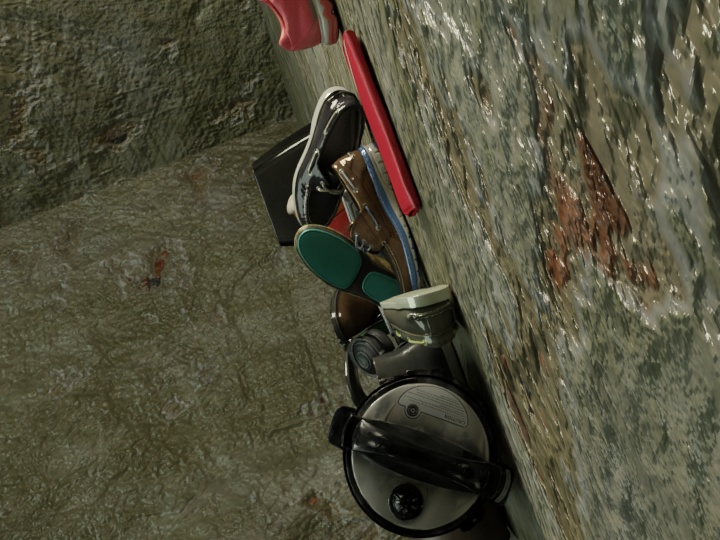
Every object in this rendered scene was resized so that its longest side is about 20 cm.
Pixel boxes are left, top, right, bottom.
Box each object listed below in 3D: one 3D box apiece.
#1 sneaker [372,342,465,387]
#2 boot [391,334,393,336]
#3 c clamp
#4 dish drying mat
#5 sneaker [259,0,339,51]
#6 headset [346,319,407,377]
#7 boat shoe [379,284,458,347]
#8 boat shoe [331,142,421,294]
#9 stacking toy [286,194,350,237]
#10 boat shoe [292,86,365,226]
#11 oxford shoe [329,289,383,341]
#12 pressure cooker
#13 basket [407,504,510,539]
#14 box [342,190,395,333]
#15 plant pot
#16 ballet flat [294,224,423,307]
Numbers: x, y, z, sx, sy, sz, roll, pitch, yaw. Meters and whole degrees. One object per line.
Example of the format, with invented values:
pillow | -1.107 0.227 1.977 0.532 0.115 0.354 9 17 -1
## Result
sneaker | 0.090 0.184 1.263 0.075 0.104 0.203 82 168 -79
boot | 0.032 0.045 1.857 0.200 0.071 0.169 88 164 -71
c clamp | 0.013 0.164 1.620 0.201 0.027 0.173 51 -156 -41
dish drying mat | 0.021 -0.157 1.104 0.077 0.018 0.204 113 137 -85
sneaker | -0.091 -0.359 1.214 0.074 0.085 0.204 -125 16 -77
headset | 0.052 0.120 1.507 0.095 0.122 0.200 64 172 -11
boat shoe | 0.067 0.054 1.149 0.202 0.071 0.062 157 97 -84
boat shoe | 0.020 -0.056 1.298 0.072 0.071 0.203 85 165 -80
stacking toy | -0.009 -0.068 1.592 0.201 0.145 0.146 54 180 -8
boat shoe | -0.038 -0.138 1.348 0.060 0.073 0.203 48 127 52
oxford shoe | 0.010 0.051 1.547 0.200 0.083 0.074 -39 -68 -65
pressure cooker | 0.068 0.205 1.122 0.200 0.173 0.181 63 -177 -80
basket | 0.106 0.272 1.371 0.180 0.134 0.204 163 90 -75
box | 0.031 -0.027 1.432 0.117 0.059 0.203 -115 6 -70
plant pot | -0.084 -0.145 1.743 0.200 0.174 0.204 -123 14 -77
ballet flat | 0.000 0.000 1.345 0.198 0.072 0.071 29 -178 -7
